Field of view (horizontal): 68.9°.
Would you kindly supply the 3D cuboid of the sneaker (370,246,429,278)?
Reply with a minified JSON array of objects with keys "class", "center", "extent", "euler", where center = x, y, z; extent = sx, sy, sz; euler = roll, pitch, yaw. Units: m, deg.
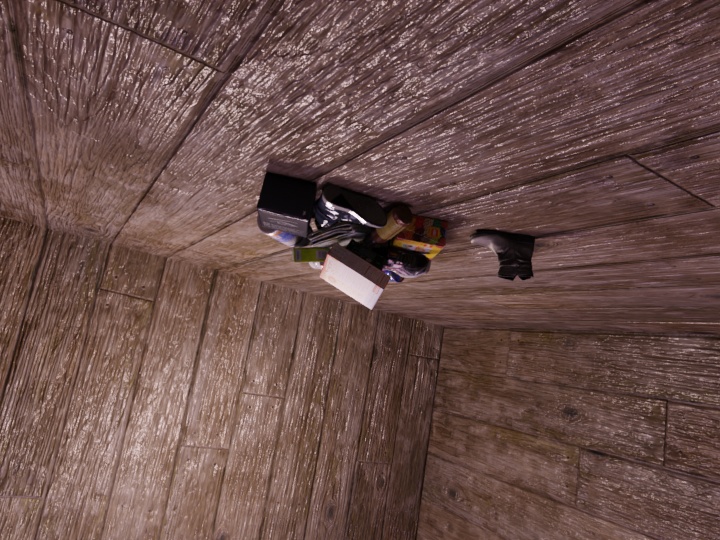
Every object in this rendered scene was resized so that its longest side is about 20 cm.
[{"class":"sneaker","center":[0.113,-0.031,1.629],"extent":[0.196,0.082,0.087],"euler":[3,158,16]}]

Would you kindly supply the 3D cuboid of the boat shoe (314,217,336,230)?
[{"class":"boat shoe","center":[-0.113,-0.147,1.691],"extent":[0.070,0.062,0.201],"euler":[11,170,-9]}]

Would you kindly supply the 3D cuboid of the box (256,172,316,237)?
[{"class":"box","center":[-0.205,-0.179,1.475],"extent":[0.145,0.106,0.200],"euler":[14,169,-6]}]

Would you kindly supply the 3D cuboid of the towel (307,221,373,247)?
[{"class":"towel","center":[-0.048,-0.113,1.631],"extent":[0.169,0.049,0.199],"euler":[-14,175,25]}]

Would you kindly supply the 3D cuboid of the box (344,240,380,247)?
[{"class":"box","center":[-0.022,-0.064,1.755],"extent":[0.198,0.076,0.050],"euler":[-28,124,29]}]

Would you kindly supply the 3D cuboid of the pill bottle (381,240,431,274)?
[{"class":"pill bottle","center":[0.139,-0.054,1.801],"extent":[0.196,0.118,0.116],"euler":[7,169,20]}]

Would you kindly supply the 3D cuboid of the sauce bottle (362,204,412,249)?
[{"class":"sauce bottle","center":[0.072,-0.120,1.515],"extent":[0.065,0.067,0.199],"euler":[15,151,-29]}]

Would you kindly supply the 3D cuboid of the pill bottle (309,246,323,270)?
[{"class":"pill bottle","center":[-0.100,-0.051,2.042],"extent":[0.197,0.118,0.115],"euler":[3,168,34]}]

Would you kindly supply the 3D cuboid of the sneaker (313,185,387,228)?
[{"class":"sneaker","center":[-0.035,-0.158,1.472],"extent":[0.200,0.078,0.146],"euler":[24,155,-17]}]

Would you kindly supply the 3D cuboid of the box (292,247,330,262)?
[{"class":"box","center":[-0.165,-0.053,1.740],"extent":[0.119,0.049,0.200],"euler":[-2,-176,-9]}]

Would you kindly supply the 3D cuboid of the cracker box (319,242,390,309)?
[{"class":"cracker box","center":[-0.019,0.019,1.595],"extent":[0.198,0.058,0.134],"euler":[33,145,3]}]

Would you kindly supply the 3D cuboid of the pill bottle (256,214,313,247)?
[{"class":"pill bottle","center":[-0.235,-0.142,1.695],"extent":[0.110,0.114,0.199],"euler":[4,169,27]}]

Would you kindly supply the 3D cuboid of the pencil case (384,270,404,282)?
[{"class":"pencil case","center":[0.053,-0.001,1.754],"extent":[0.197,0.080,0.086],"euler":[0,163,37]}]

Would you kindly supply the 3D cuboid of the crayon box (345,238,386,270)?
[{"class":"crayon box","center":[0.000,0.000,1.665],"extent":[0.124,0.052,0.201],"euler":[30,151,7]}]

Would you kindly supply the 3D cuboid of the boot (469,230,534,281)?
[{"class":"boot","center":[0.417,-0.042,1.553],"extent":[0.196,0.133,0.068],"euler":[7,169,14]}]

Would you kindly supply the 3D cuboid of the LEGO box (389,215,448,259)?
[{"class":"LEGO box","center":[0.174,-0.101,1.619],"extent":[0.146,0.079,0.200],"euler":[10,169,-3]}]
